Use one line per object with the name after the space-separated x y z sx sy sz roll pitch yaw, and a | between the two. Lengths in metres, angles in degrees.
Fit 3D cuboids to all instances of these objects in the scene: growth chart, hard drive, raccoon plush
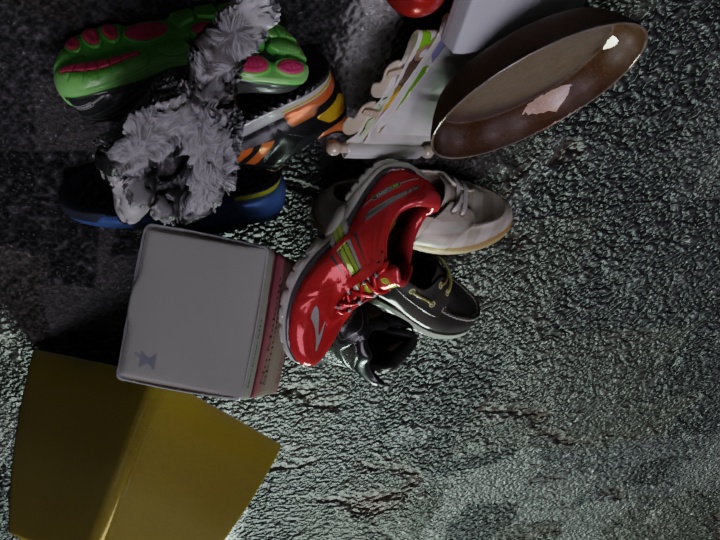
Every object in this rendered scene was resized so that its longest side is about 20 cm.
0.067 -0.160 1.038 0.144 0.018 0.200 5 136 -48 | growth chart
0.143 -0.260 0.930 0.130 0.027 0.202 -16 141 -34 | hard drive
-0.124 -0.117 0.925 0.097 0.134 0.200 42 92 -23 | raccoon plush

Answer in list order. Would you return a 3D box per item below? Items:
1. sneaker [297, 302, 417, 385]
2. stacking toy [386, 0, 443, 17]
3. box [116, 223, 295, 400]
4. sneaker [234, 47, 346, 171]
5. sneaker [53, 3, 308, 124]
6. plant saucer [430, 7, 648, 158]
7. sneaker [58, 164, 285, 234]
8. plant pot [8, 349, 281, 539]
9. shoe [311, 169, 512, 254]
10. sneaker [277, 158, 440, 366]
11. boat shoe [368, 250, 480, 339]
-0.008 0.074 1.232 0.113 0.077 0.200 30 165 5 | sneaker
-0.008 -0.239 0.909 0.198 0.086 0.085 17 133 -40 | stacking toy
-0.125 0.039 1.082 0.107 0.130 0.200 10 178 5 | box
-0.102 -0.106 1.044 0.198 0.071 0.090 -24 139 8 | sneaker
-0.138 -0.155 0.978 0.196 0.078 0.084 -3 148 1 | sneaker
0.141 -0.158 1.024 0.198 0.035 0.201 -23 165 -6 | plant saucer
-0.162 -0.055 1.091 0.197 0.067 0.079 -7 146 -11 | sneaker
-0.232 0.209 1.236 0.198 0.179 0.200 7 160 39 | plant pot
0.054 -0.057 1.158 0.197 0.071 0.054 0 149 -16 | shoe
0.000 0.000 1.074 0.202 0.084 0.077 -60 147 4 | sneaker
0.055 0.012 1.244 0.200 0.073 0.060 23 133 -36 | boat shoe
